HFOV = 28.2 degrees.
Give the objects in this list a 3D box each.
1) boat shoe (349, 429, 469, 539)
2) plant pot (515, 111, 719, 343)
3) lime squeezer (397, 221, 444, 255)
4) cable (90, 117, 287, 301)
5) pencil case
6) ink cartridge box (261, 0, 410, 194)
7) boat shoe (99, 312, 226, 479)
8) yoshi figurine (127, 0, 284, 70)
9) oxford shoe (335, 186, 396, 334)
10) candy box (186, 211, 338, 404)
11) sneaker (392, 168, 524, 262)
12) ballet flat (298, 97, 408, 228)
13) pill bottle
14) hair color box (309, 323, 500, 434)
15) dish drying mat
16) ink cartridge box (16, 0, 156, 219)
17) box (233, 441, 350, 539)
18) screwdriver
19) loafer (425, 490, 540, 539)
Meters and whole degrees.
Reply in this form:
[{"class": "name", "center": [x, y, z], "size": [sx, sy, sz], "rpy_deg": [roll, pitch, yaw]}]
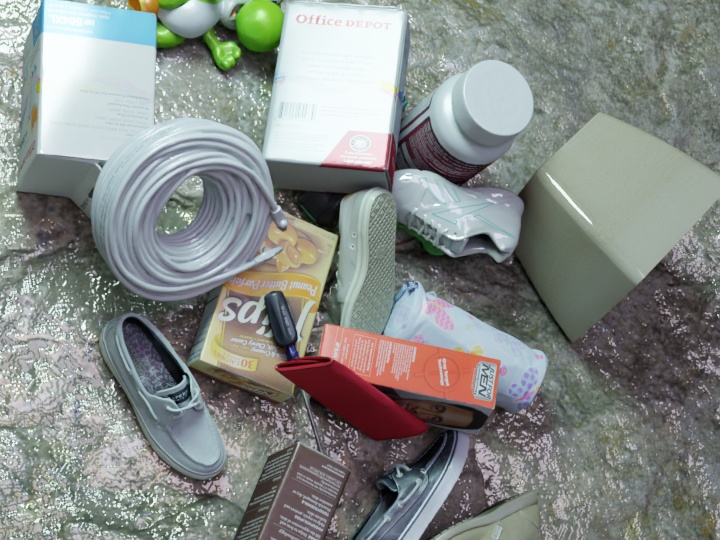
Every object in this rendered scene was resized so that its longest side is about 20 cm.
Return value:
[{"class": "boat shoe", "center": [0.050, 0.249, 1.605], "size": [0.068, 0.072, 0.201], "rpy_deg": [39, 70, -10]}, {"class": "plant pot", "center": [0.290, -0.068, 1.742], "size": [0.177, 0.200, 0.200], "rpy_deg": [45, 62, 5]}, {"class": "lime squeezer", "center": [0.108, -0.051, 1.743], "size": [0.198, 0.038, 0.071], "rpy_deg": [-6, 46, -24]}, {"class": "cable", "center": [-0.183, -0.065, 1.492], "size": [0.199, 0.069, 0.201], "rpy_deg": [-30, 132, -19]}, {"class": "pencil case", "center": [0.121, 0.090, 1.674], "size": [0.199, 0.091, 0.083], "rpy_deg": [30, 107, -12]}, {"class": "ink cartridge box", "center": [-0.024, -0.196, 1.640], "size": [0.144, 0.083, 0.202], "rpy_deg": [5, 71, 8]}, {"class": "boat shoe", "center": [-0.206, 0.133, 1.520], "size": [0.070, 0.071, 0.202], "rpy_deg": [-35, 90, -28]}, {"class": "yoshi figurine", "center": [-0.166, -0.289, 1.652], "size": [0.199, 0.112, 0.113], "rpy_deg": [-15, 94, -29]}, {"class": "oxford shoe", "center": [0.000, 0.000, 1.635], "size": [0.075, 0.057, 0.202], "rpy_deg": [-13, 113, -47]}, {"class": "candy box", "center": [-0.108, 0.034, 1.602], "size": [0.115, 0.055, 0.202], "rpy_deg": [23, 67, -17]}, {"class": "sneaker", "center": [0.095, -0.064, 1.676], "size": [0.198, 0.071, 0.081], "rpy_deg": [10, 60, -5]}, {"class": "ballet flat", "center": [-0.013, -0.143, 1.695], "size": [0.068, 0.068, 0.201], "rpy_deg": [28, 64, 1]}, {"class": "pill bottle", "center": [0.116, -0.165, 1.680], "size": [0.109, 0.200, 0.111], "rpy_deg": [7, 72, -22]}, {"class": "hair color box", "center": [0.047, 0.122, 1.590], "size": [0.198, 0.102, 0.062], "rpy_deg": [11, 66, -1]}, {"class": "dish drying mat", "center": [-0.006, 0.138, 1.553], "size": [0.200, 0.076, 0.018], "rpy_deg": [40, 51, -46]}, {"class": "ink cartridge box", "center": [-0.295, -0.167, 1.538], "size": [0.124, 0.128, 0.202], "rpy_deg": [6, 72, -21]}, {"class": "box", "center": [-0.089, 0.291, 1.509], "size": [0.075, 0.100, 0.201], "rpy_deg": [30, 65, -13]}, {"class": "screwdriver", "center": [-0.064, 0.118, 1.561], "size": [0.029, 0.028, 0.202], "rpy_deg": [-25, 96, -59]}, {"class": "loafer", "center": [0.132, 0.312, 1.615], "size": [0.199, 0.076, 0.069], "rpy_deg": [-22, 78, -28]}]
